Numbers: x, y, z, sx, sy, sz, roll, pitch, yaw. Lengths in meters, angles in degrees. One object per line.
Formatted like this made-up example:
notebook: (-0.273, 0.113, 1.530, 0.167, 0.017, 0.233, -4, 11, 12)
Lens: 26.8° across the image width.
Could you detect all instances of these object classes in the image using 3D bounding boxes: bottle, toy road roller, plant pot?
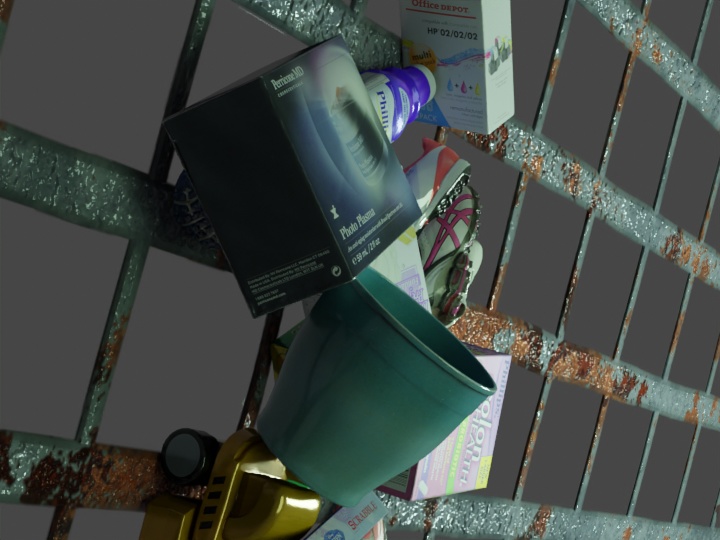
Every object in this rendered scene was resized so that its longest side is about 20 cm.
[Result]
bottle: (0.012, -0.175, 1.651, 0.199, 0.065, 0.085, -34, 128, -48)
toy road roller: (-0.129, 0.258, 1.515, 0.123, 0.144, 0.203, 23, 82, -57)
plant pot: (0.001, 0.122, 1.503, 0.188, 0.200, 0.200, -50, 148, 7)

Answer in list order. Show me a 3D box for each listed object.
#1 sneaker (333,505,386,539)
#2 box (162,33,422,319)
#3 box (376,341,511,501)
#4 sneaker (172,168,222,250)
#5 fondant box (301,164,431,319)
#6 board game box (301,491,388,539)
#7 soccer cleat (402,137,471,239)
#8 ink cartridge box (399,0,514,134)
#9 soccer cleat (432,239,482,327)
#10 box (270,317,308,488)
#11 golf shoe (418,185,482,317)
sneaker: (-0.032, 0.347, 1.773, 0.087, 0.073, 0.202, 39, 69, -54)
box: (-0.057, -0.093, 1.416, 0.200, 0.122, 0.200, 64, 27, -9)
box: (0.088, 0.181, 1.878, 0.199, 0.096, 0.179, 4, 98, -59)
sneaker: (-0.118, -0.060, 1.495, 0.200, 0.076, 0.086, 50, 44, -51)
fondant box: (0.000, 0.000, 1.641, 0.143, 0.058, 0.203, -22, 105, -42)
board game box: (-0.082, 0.326, 1.575, 0.199, 0.041, 0.200, -45, 173, 25)
soccer cleat: (0.044, -0.066, 1.758, 0.200, 0.073, 0.068, -49, 167, -12)
ink cartridge box: (0.108, -0.267, 1.721, 0.068, 0.114, 0.203, -37, 130, -46)
soccer cleat: (0.109, 0.027, 1.869, 0.200, 0.077, 0.070, -42, 135, -43)
box: (-0.043, 0.151, 1.706, 0.117, 0.048, 0.203, -35, 132, -45)
golf shoe: (0.094, -0.038, 1.822, 0.073, 0.091, 0.201, 110, -4, -45)
